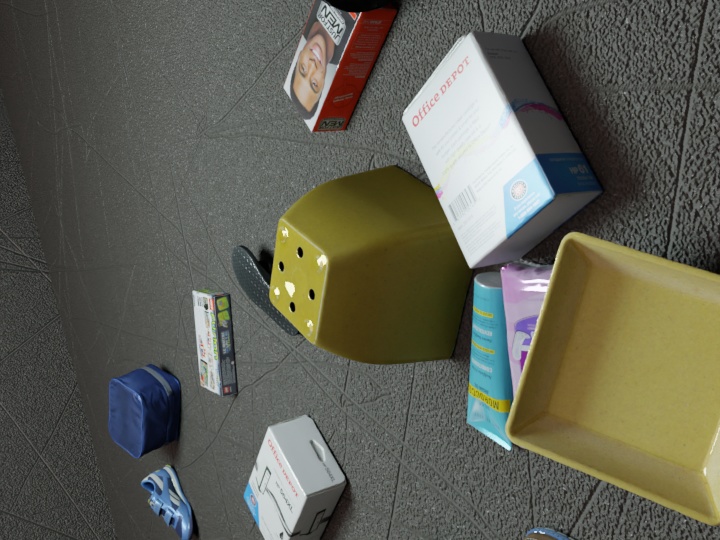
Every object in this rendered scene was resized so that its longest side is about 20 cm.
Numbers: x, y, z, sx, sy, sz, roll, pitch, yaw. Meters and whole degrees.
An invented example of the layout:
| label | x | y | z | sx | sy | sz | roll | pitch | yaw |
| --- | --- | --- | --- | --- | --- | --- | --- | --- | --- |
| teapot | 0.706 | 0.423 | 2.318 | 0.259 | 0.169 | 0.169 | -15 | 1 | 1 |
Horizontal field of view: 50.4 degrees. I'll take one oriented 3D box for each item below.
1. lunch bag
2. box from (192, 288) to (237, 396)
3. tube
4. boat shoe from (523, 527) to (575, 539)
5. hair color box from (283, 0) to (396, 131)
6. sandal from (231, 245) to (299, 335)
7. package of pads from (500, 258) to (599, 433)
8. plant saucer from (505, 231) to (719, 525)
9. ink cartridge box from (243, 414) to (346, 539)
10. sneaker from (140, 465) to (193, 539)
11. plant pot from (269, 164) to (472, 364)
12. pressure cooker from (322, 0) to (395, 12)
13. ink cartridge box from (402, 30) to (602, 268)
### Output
| label | x | y | z | sx | sy | sz | roll | pitch | yaw |
| --- | --- | --- | --- | --- | --- | --- | --- | --- | --- |
| lunch bag | -0.502 | 0.334 | 1.810 | 0.135 | 0.132 | 0.203 | 26 | 118 | 32 |
| box | -0.295 | 0.144 | 1.549 | 0.109 | 0.034 | 0.203 | 9 | 104 | 54 |
| tube | 0.154 | 0.104 | 0.891 | 0.077 | 0.050 | 0.203 | 31 | 127 | 56 |
| boat shoe | 0.232 | 0.352 | 0.802 | 0.200 | 0.072 | 0.073 | 38 | 126 | 45 |
| hair color box | -0.033 | -0.300 | 1.051 | 0.102 | 0.061 | 0.201 | 57 | 140 | 29 |
| sandal | -0.154 | 0.033 | 1.321 | 0.201 | 0.048 | 0.076 | 46 | 132 | 23 |
| package of pads | 0.210 | 0.088 | 0.774 | 0.120 | 0.075 | 0.203 | 0 | 98 | 56 |
| plant saucer | 0.249 | 0.088 | 0.670 | 0.198 | 0.048 | 0.203 | 19 | 102 | 21 |
| ink cartridge box | -0.115 | 0.369 | 1.297 | 0.146 | 0.083 | 0.202 | 52 | 137 | 35 |
| sneaker | -0.463 | 0.569 | 1.845 | 0.200 | 0.081 | 0.075 | 51 | 134 | 33 |
| plant pot | 0.000 | 0.000 | 0.950 | 0.194 | 0.198 | 0.198 | 38 | 128 | 44 |
| pressure cooker | -0.015 | -0.432 | 0.902 | 0.174 | 0.178 | 0.202 | -28 | 69 | 11 |
| ink cartridge box | 0.143 | -0.128 | 0.816 | 0.145 | 0.084 | 0.202 | -45 | 62 | 49 |
